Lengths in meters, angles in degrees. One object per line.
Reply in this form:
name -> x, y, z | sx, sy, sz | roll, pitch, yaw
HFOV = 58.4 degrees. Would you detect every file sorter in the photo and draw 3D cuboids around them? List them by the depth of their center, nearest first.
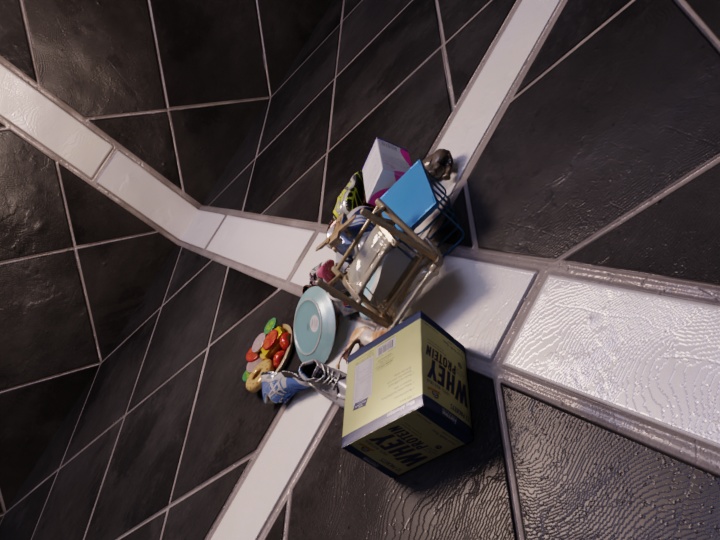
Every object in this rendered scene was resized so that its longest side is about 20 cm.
file sorter -> 0.140, -0.124, 1.470 | 0.138, 0.122, 0.202 | -41, 31, 21

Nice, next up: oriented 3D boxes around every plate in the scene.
plate -> -0.125, 0.141, 1.603 | 0.198, 0.025, 0.206 | -13, 75, 54

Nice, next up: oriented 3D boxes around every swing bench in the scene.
swing bench -> 0.046, -0.002, 1.338 | 0.201, 0.198, 0.130 | -54, -5, 22

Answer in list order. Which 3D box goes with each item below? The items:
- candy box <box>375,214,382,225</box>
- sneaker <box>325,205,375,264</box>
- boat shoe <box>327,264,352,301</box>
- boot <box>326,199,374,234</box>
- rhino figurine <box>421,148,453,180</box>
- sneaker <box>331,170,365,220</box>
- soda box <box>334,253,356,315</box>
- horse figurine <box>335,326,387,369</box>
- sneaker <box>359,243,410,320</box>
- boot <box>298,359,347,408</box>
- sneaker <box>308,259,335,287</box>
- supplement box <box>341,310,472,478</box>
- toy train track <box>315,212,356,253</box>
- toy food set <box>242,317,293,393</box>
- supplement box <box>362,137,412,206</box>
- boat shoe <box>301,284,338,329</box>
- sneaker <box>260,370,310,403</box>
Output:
candy box -> 0.044, -0.100, 1.622 | 0.198, 0.027, 0.102 | -36, 33, -9
sneaker -> 0.023, -0.082, 1.531 | 0.144, 0.083, 0.199 | 19, 32, 27
boat shoe -> 0.000, 0.000, 1.526 | 0.198, 0.061, 0.074 | -32, 53, -28
boot -> -0.025, -0.120, 1.744 | 0.186, 0.069, 0.201 | -33, 16, 12
rhino figurine -> 0.164, -0.245, 1.634 | 0.198, 0.059, 0.089 | -23, 42, 54
sneaker -> -0.025, -0.201, 1.707 | 0.075, 0.076, 0.201 | -25, 18, 32
soda box -> -0.024, 0.014, 1.619 | 0.067, 0.064, 0.203 | -17, 40, 16
horse figurine -> 0.016, 0.171, 1.418 | 0.198, 0.050, 0.135 | 0, 60, 57
sneaker -> 0.048, 0.024, 1.507 | 0.081, 0.074, 0.203 | -9, 47, 58
boot -> -0.066, 0.247, 1.412 | 0.198, 0.095, 0.075 | -3, 56, 56
sneaker -> -0.099, 0.020, 1.651 | 0.200, 0.072, 0.083 | 99, 168, -83
supplement box -> 0.081, 0.226, 1.164 | 0.198, 0.133, 0.203 | -35, 33, 31
toy train track -> -0.042, -0.084, 1.412 | 0.114, 0.033, 0.201 | -39, 14, 14
toy food set -> -0.258, 0.233, 1.777 | 0.202, 0.048, 0.198 | -55, 28, 1
supplement box -> 0.071, -0.242, 1.645 | 0.202, 0.099, 0.105 | -96, 29, -59
boat shoe -> -0.112, 0.104, 1.671 | 0.071, 0.070, 0.201 | -50, 29, 9
sneaker -> -0.178, 0.288, 1.588 | 0.198, 0.074, 0.079 | -16, 67, 50
